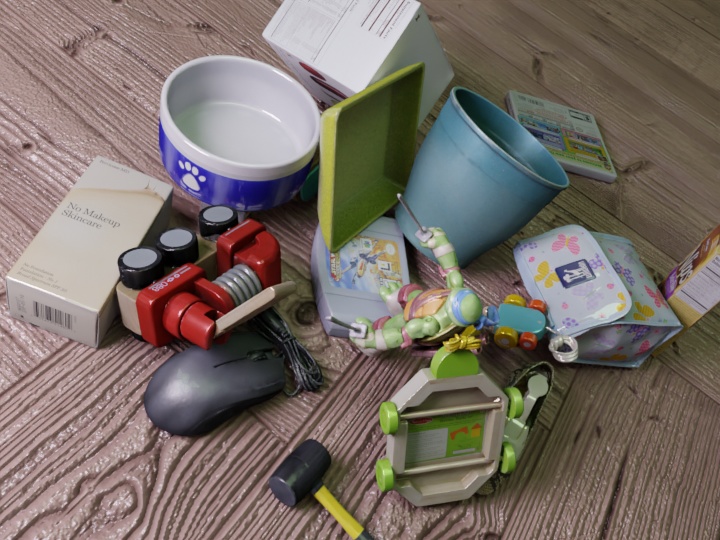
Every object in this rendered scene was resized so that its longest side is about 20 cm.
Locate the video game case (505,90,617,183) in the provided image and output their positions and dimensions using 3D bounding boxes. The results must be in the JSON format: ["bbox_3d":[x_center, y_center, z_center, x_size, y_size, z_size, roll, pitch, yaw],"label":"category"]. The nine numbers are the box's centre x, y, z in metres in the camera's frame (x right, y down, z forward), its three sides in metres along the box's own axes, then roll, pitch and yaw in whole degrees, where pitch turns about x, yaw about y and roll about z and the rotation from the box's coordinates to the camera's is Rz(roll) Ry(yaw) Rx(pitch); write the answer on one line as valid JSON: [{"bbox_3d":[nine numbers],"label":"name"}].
[{"bbox_3d":[0.380,-0.257,1.297,0.196,0.022,0.185,12,49,-17],"label":"video game case"}]

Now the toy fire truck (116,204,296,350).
[{"bbox_3d":[-0.134,0.015,0.717,0.198,0.131,0.175,25,40,27],"label":"toy fire truck"}]

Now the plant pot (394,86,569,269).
[{"bbox_3d":[0.150,-0.113,0.939,0.198,0.189,0.202,28,30,-18],"label":"plant pot"}]

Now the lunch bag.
[{"bbox_3d":[0.321,0.034,0.951,0.196,0.128,0.172,7,47,-25],"label":"lunch bag"}]

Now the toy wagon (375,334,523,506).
[{"bbox_3d":[0.094,0.154,0.709,0.152,0.204,0.040,-3,22,-16],"label":"toy wagon"}]

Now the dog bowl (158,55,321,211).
[{"bbox_3d":[-0.151,-0.174,0.851,0.196,0.079,0.203,11,50,-13],"label":"dog bowl"}]

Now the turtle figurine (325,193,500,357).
[{"bbox_3d":[0.039,0.021,0.748,0.196,0.194,0.147,13,73,-18],"label":"turtle figurine"}]

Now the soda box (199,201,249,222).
[{"bbox_3d":[-0.152,-0.153,0.933,0.063,0.069,0.202,22,48,-4],"label":"soda box"}]

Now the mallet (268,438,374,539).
[{"bbox_3d":[-0.013,0.265,0.679,0.065,0.041,0.201,-28,72,-40],"label":"mallet"}]

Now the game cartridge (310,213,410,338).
[{"bbox_3d":[0.000,0.000,0.902,0.131,0.042,0.203,12,49,-21],"label":"game cartridge"}]

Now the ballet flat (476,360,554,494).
[{"bbox_3d":[0.184,0.175,0.813,0.068,0.076,0.200,40,48,6],"label":"ballet flat"}]

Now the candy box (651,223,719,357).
[{"bbox_3d":[0.482,0.024,0.988,0.056,0.201,0.117,38,47,10],"label":"candy box"}]

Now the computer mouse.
[{"bbox_3d":[-0.141,0.103,0.740,0.198,0.053,0.139,-26,67,-38],"label":"computer mouse"}]

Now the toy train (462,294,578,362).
[{"bbox_3d":[0.163,0.110,0.854,0.196,0.056,0.151,-17,47,-9],"label":"toy train"}]

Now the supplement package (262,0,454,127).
[{"bbox_3d":[0.002,-0.316,1.004,0.199,0.148,0.191,36,1,27],"label":"supplement package"}]

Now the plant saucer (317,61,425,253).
[{"bbox_3d":[0.005,-0.155,0.887,0.047,0.203,0.200,25,42,24],"label":"plant saucer"}]

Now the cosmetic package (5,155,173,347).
[{"bbox_3d":[-0.296,-0.026,0.762,0.102,0.074,0.202,20,48,-7],"label":"cosmetic package"}]

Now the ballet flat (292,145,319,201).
[{"bbox_3d":[-0.055,-0.166,1.004,0.072,0.069,0.200,26,47,25],"label":"ballet flat"}]
